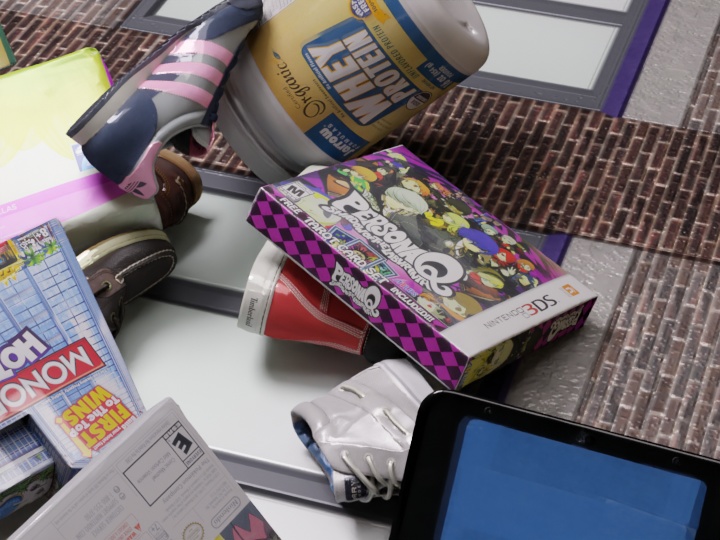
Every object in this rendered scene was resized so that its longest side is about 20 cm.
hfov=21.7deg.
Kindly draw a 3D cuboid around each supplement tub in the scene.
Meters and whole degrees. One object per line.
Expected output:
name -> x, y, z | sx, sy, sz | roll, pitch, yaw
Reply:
supplement tub -> -0.014, -0.169, 1.473 | 0.199, 0.145, 0.145 | -35, 34, 18

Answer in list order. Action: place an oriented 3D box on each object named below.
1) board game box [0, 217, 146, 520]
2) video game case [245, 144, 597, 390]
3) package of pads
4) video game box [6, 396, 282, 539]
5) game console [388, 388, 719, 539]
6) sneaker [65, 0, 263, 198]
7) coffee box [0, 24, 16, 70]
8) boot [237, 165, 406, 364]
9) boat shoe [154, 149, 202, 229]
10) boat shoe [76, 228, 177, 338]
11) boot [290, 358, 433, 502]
board game box -> -0.223, 0.091, 1.206 | 0.199, 0.062, 0.200 | -29, 68, -34
video game case -> 0.046, -0.008, 1.334 | 0.200, 0.036, 0.181 | 39, 32, 22
package of pads -> -0.265, -0.070, 1.404 | 0.198, 0.068, 0.156 | -19, 64, -6
video game box -> -0.118, 0.201, 1.049 | 0.183, 0.047, 0.200 | 51, 48, -4
game console -> 0.103, 0.186, 1.082 | 0.198, 0.117, 0.176 | 14, 39, 11
sneaker -> -0.127, -0.130, 1.386 | 0.082, 0.070, 0.200 | 49, 59, -8
coffee box -> -0.370, -0.153, 1.520 | 0.122, 0.044, 0.199 | -25, 11, -29
boot -> 0.000, 0.000, 1.387 | 0.143, 0.073, 0.201 | 16, 33, 1
boat shoe -> -0.225, -0.080, 1.480 | 0.198, 0.071, 0.070 | 16, 36, 20
boat shoe -> -0.202, 0.036, 1.341 | 0.199, 0.073, 0.065 | -32, 67, -35
boot -> 0.029, 0.134, 1.211 | 0.095, 0.074, 0.200 | -23, 34, -17
